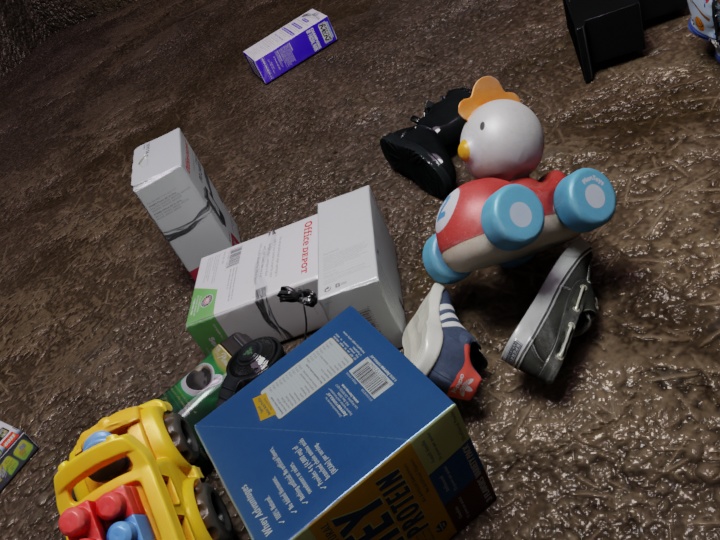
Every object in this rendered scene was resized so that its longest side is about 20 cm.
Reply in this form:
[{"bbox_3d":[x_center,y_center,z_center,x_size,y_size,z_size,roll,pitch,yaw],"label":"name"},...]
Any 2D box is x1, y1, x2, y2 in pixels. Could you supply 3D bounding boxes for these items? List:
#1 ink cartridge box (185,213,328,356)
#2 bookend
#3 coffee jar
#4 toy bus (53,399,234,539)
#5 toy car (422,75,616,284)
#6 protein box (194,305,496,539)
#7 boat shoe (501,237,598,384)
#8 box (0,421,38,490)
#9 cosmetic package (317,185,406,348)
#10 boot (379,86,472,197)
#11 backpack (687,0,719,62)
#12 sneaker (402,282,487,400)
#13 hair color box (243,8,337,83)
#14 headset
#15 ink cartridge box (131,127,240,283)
[{"bbox_3d":[-0.123,0.023,1.035,0.195,0.085,0.148,-19,36,13],"label":"ink cartridge box"},{"bbox_3d":[0.424,-0.410,1.192,0.195,0.093,0.201,-15,39,16],"label":"bookend"},{"bbox_3d":[-0.182,0.165,0.897,0.199,0.086,0.104,-40,34,-14],"label":"coffee jar"},{"bbox_3d":[-0.223,0.218,0.717,0.134,0.193,0.203,-29,67,-2],"label":"toy bus"},{"bbox_3d":[0.146,-0.112,0.841,0.173,0.205,0.184,-13,-9,-21],"label":"toy car"},{"bbox_3d":[-0.019,0.179,0.722,0.198,0.137,0.198,-36,36,-12],"label":"protein box"},{"bbox_3d":[0.213,0.042,0.804,0.063,0.072,0.200,30,50,14],"label":"boat shoe"},{"bbox_3d":[-0.537,0.295,1.026,0.108,0.035,0.201,6,48,40],"label":"box"},{"bbox_3d":[0.000,0.000,0.957,0.079,0.114,0.203,-18,38,12],"label":"cosmetic package"},{"bbox_3d":[0.133,-0.200,1.154,0.160,0.074,0.198,-32,34,-11],"label":"boot"},{"bbox_3d":[0.530,-0.360,1.005,0.196,0.156,0.192,-26,42,-8],"label":"backpack"},{"bbox_3d":[0.095,0.081,0.835,0.076,0.083,0.201,-59,4,21],"label":"sneaker"},{"bbox_3d":[-0.162,-0.517,1.760,0.198,0.066,0.109,-35,34,-5],"label":"hair color box"},{"bbox_3d":[-0.097,0.114,0.843,0.093,0.123,0.204,9,71,44],"label":"headset"},{"bbox_3d":[-0.263,-0.095,1.177,0.082,0.203,0.146,-25,34,2],"label":"ink cartridge box"}]
